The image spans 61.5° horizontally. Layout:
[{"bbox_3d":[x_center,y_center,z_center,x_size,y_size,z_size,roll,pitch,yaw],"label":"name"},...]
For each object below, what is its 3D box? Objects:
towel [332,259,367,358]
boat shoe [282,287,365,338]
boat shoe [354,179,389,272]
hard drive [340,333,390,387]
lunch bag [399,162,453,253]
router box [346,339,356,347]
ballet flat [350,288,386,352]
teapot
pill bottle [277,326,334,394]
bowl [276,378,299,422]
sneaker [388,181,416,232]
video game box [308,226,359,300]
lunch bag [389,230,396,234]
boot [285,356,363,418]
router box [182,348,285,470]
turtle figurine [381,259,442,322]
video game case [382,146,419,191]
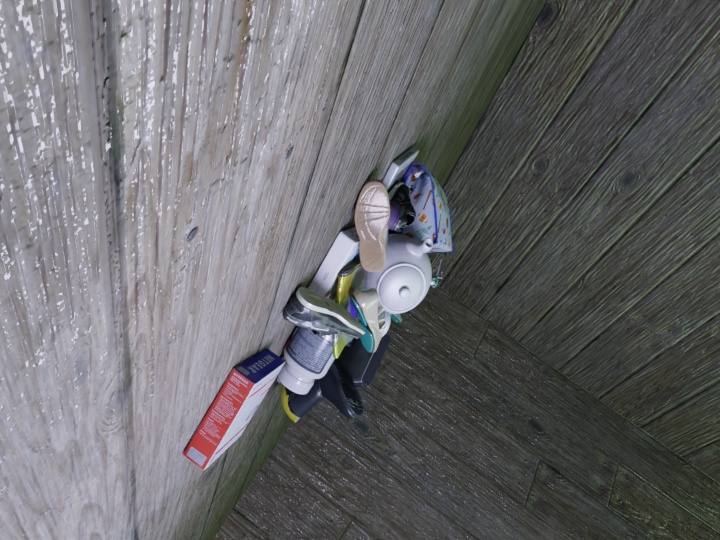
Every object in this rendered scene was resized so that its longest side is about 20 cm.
[{"bbox_3d":[-0.020,0.074,1.308,0.143,0.022,0.206,-35,136,-61],"label":"towel"},{"bbox_3d":[-0.069,0.097,1.191,0.198,0.072,0.068,28,106,-43],"label":"boat shoe"},{"bbox_3d":[0.025,-0.095,1.222,0.065,0.070,0.204,-88,175,-56],"label":"boat shoe"},{"bbox_3d":[-0.011,0.237,1.572,0.199,0.033,0.142,-22,-143,57],"label":"hard drive"},{"bbox_3d":[0.160,-0.153,1.523,0.169,0.120,0.206,11,77,-70],"label":"lunch bag"},{"bbox_3d":[-0.028,0.106,1.680,0.156,0.052,0.202,4,-125,54],"label":"router box"},{"bbox_3d":[0.026,0.107,1.315,0.070,0.068,0.202,-53,152,-28],"label":"ballet flat"},{"bbox_3d":[0.082,0.026,1.389,0.193,0.204,0.147,-20,-151,-2],"label":"teapot"},{"bbox_3d":[-0.112,0.182,1.421,0.203,0.118,0.120,-58,174,13],"label":"pill bottle"},{"bbox_3d":[-0.166,0.301,1.661,0.203,0.106,0.200,-58,174,-9],"label":"bowl"},{"bbox_3d":[0.088,-0.134,1.369,0.077,0.086,0.200,-60,174,30],"label":"sneaker"},{"bbox_3d":[-0.053,0.001,1.319,0.203,0.046,0.182,-60,171,16],"label":"video game box"},{"bbox_3d":[0.071,-0.054,1.649,0.134,0.134,0.200,-60,172,26],"label":"lunch bag"},{"bbox_3d":[-0.094,0.313,1.481,0.168,0.202,0.076,-42,145,17],"label":"boot"},{"bbox_3d":[-0.227,0.249,1.124,0.182,0.048,0.200,-58,175,6],"label":"router box"},{"bbox_3d":[0.117,0.034,1.554,0.202,0.100,0.149,-53,-163,-18],"label":"turtle figurine"},{"bbox_3d":[0.065,-0.187,1.439,0.202,0.023,0.182,-61,174,29],"label":"video game case"}]
